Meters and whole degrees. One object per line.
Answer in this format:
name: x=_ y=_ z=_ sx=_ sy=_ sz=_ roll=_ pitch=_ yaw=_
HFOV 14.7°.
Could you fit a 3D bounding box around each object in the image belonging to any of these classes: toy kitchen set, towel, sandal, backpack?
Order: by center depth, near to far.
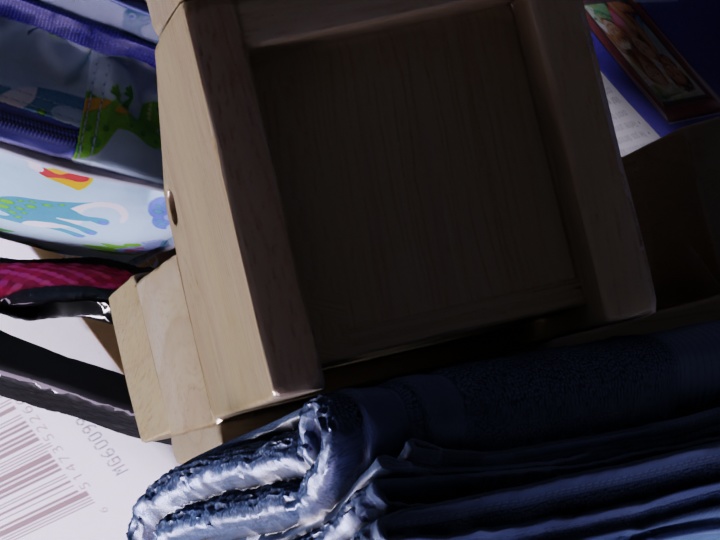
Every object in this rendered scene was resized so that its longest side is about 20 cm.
towel: x=0.057 y=0.043 z=0.591 sx=0.199 sy=0.049 sz=0.112 roll=-10 pitch=171 yaw=-31
toy kitchen set: x=0.021 y=-0.064 z=0.635 sx=0.162 sy=0.182 sz=0.200 roll=-13 pitch=177 yaw=-13
backpack: x=-0.105 y=-0.092 z=0.754 sx=0.199 sy=0.148 sz=0.183 roll=24 pitch=169 yaw=-11
sandal: x=-0.098 y=0.011 z=0.786 sx=0.199 sy=0.045 sz=0.075 roll=19 pitch=170 yaw=-5

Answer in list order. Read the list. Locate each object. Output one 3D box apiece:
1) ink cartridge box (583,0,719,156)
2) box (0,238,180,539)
ink cartridge box: x=0.100 y=-0.034 z=0.721 sx=0.200 sy=0.047 sz=0.197 roll=48 pitch=163 yaw=-10
box: x=-0.086 y=0.012 z=0.955 sx=0.106 sy=0.200 sz=0.153 roll=-26 pitch=111 yaw=26
